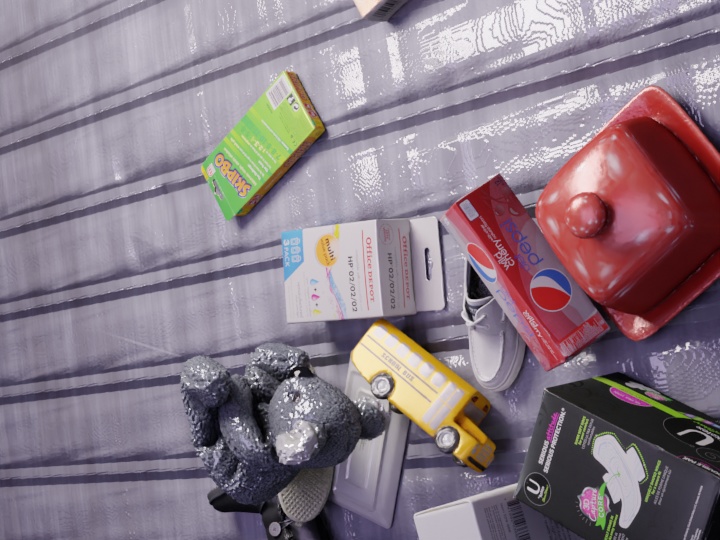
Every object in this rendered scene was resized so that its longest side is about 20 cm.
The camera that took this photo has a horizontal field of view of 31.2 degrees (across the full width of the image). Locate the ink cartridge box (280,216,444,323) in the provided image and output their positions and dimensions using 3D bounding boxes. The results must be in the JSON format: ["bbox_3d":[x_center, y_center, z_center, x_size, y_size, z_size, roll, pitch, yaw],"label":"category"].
[{"bbox_3d":[0.000,0.000,1.542,0.199,0.068,0.116,-6,88,41],"label":"ink cartridge box"}]

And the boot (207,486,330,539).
[{"bbox_3d":[-0.108,0.352,1.661,0.165,0.065,0.201,-35,74,39],"label":"boot"}]

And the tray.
[{"bbox_3d":[0.007,0.205,1.575,0.107,0.022,0.201,18,103,40],"label":"tray"}]

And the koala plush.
[{"bbox_3d":[-0.076,0.178,1.472,0.199,0.177,0.185,-6,92,40],"label":"koala plush"}]

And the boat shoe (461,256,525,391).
[{"bbox_3d":[0.141,0.034,1.418,0.072,0.068,0.201,13,100,40],"label":"boat shoe"}]

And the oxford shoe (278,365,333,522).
[{"bbox_3d":[-0.074,0.212,1.616,0.058,0.075,0.201,141,125,-79],"label":"oxford shoe"}]

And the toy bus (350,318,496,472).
[{"bbox_3d":[0.077,0.143,1.471,0.200,0.065,0.078,37,86,34],"label":"toy bus"}]

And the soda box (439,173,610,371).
[{"bbox_3d":[0.169,0.003,1.345,0.200,0.063,0.070,55,163,5],"label":"soda box"}]

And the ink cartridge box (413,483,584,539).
[{"bbox_3d":[0.164,0.295,1.324,0.084,0.199,0.147,-25,76,42],"label":"ink cartridge box"}]

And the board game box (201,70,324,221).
[{"bbox_3d":[-0.131,-0.158,1.678,0.200,0.030,0.096,-42,65,31],"label":"board game box"}]

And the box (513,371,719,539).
[{"bbox_3d":[0.279,0.199,1.251,0.199,0.148,0.125,27,111,37],"label":"box"}]

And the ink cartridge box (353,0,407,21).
[{"bbox_3d":[0.027,-0.421,1.513,0.162,0.050,0.201,-38,70,35],"label":"ink cartridge box"}]

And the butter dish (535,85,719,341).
[{"bbox_3d":[0.253,-0.054,1.265,0.200,0.147,0.200,-48,62,32],"label":"butter dish"}]
